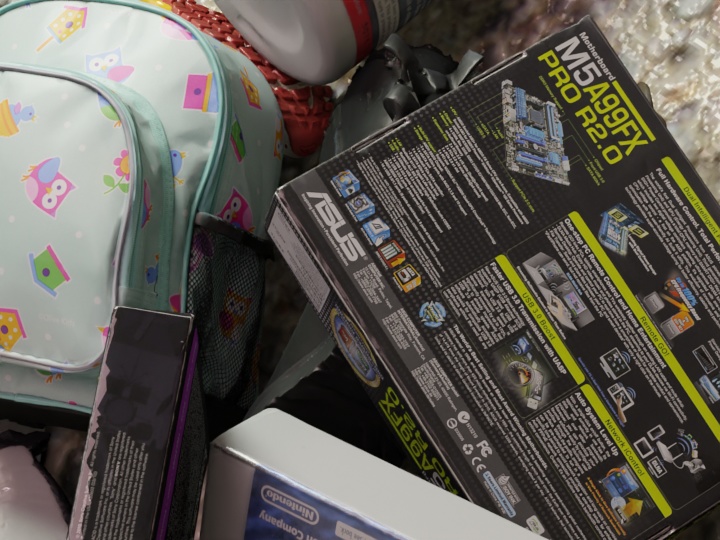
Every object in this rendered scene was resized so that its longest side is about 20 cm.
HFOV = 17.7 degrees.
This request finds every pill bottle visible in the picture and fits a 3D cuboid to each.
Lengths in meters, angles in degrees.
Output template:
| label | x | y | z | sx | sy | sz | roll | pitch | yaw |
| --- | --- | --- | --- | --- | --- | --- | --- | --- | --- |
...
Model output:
| label | x | y | z | sx | sy | sz | roll | pitch | yaw |
| --- | --- | --- | --- | --- | --- | --- | --- | --- | --- |
| pill bottle | 0.020 | -0.194 | 1.120 | 0.200 | 0.120 | 0.119 | -40 | 47 | -17 |

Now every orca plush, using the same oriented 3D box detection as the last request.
| label | x | y | z | sx | sy | sz | roll | pitch | yaw |
| --- | --- | --- | --- | --- | --- | --- | --- | --- | --- |
| orca plush | -0.163 | 0.156 | 1.061 | 0.200 | 0.105 | 0.071 | 49 | 133 | 48 |

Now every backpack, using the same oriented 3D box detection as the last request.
| label | x | y | z | sx | sy | sz | roll | pitch | yaw |
| --- | --- | --- | --- | --- | --- | --- | --- | --- | --- |
| backpack | -0.130 | -0.031 | 1.085 | 0.175 | 0.153 | 0.201 | 8 | 77 | 26 |

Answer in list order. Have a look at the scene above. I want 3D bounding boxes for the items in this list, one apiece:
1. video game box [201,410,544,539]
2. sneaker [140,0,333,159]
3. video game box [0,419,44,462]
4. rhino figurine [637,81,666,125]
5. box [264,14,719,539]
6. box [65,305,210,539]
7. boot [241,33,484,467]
| label | x | y | z | sx | sy | sz | roll | pitch | yaw |
| --- | --- | --- | --- | --- | --- | --- | --- | --- | --- |
| video game box | 0.020 | 0.174 | 0.888 | 0.199 | 0.047 | 0.183 | 23 | 121 | 29 |
| sneaker | -0.092 | -0.097 | 1.200 | 0.200 | 0.078 | 0.083 | 29 | 104 | 40 |
| video game box | -0.249 | 0.113 | 1.195 | 0.181 | 0.047 | 0.201 | -13 | 59 | 30 |
| rhino figurine | 0.089 | 0.003 | 1.014 | 0.087 | 0.060 | 0.201 | -25 | 42 | 67 |
| box | 0.079 | 0.019 | 0.933 | 0.160 | 0.044 | 0.201 | -30 | 79 | -18 |
| box | -0.089 | 0.113 | 0.913 | 0.036 | 0.200 | 0.144 | 8 | 70 | 2 |
| boot | -0.001 | 0.000 | 1.069 | 0.199 | 0.073 | 0.163 | -57 | 23 | 32 |
